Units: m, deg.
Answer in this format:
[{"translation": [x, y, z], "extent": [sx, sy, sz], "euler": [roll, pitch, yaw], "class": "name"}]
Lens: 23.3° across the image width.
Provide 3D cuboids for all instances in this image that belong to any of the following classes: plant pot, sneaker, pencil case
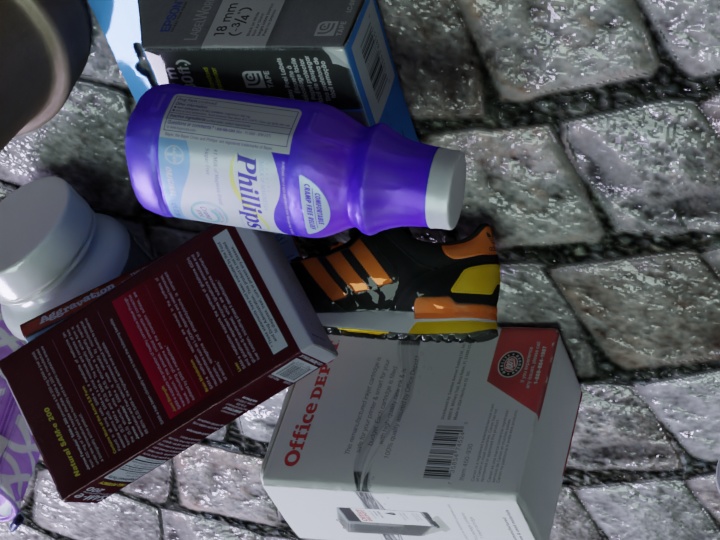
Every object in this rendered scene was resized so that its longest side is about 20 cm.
[{"translation": [-0.293, -0.118, 1.100], "extent": [0.199, 0.175, 0.201], "euler": [13, 144, 10], "class": "plant pot"}, {"translation": [0.000, 0.000, 1.200], "extent": [0.199, 0.091, 0.070], "euler": [5, 176, 14], "class": "sneaker"}, {"translation": [-0.272, 0.094, 1.344], "extent": [0.083, 0.201, 0.086], "euler": [18, 150, -9], "class": "pencil case"}]

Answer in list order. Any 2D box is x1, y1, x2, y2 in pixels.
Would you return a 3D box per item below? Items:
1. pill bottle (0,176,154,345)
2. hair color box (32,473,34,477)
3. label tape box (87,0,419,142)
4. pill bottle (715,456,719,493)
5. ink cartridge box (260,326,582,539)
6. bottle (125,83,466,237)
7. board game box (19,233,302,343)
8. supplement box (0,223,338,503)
[{"translation": [-0.193, 0.031, 1.295], "extent": [0.113, 0.114, 0.200], "euler": [-10, 135, 34], "class": "pill bottle"}, {"translation": [-0.369, 0.122, 1.428], "extent": [0.199, 0.061, 0.100], "euler": [-3, 110, -21], "class": "hair color box"}, {"translation": [-0.076, -0.107, 1.106], "extent": [0.199, 0.064, 0.145], "euler": [2, 140, 21], "class": "label tape box"}, {"translation": [0.344, 0.189, 1.255], "extent": [0.111, 0.112, 0.200], "euler": [-20, 129, 41], "class": "pill bottle"}, {"translation": [0.046, 0.121, 1.274], "extent": [0.199, 0.147, 0.083], "euler": [1, 142, 25], "class": "ink cartridge box"}, {"translation": [-0.038, -0.061, 1.039], "extent": [0.199, 0.066, 0.084], "euler": [9, 140, 13], "class": "bottle"}, {"translation": [-0.130, 0.036, 1.241], "extent": [0.199, 0.019, 0.103], "euler": [-26, 125, -5], "class": "board game box"}, {"translation": [-0.128, 0.059, 1.158], "extent": [0.199, 0.109, 0.061], "euler": [-31, 163, 8], "class": "supplement box"}]
